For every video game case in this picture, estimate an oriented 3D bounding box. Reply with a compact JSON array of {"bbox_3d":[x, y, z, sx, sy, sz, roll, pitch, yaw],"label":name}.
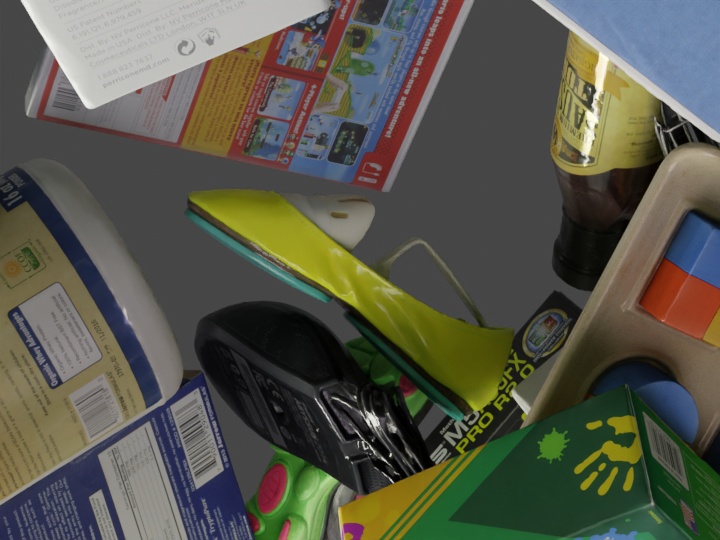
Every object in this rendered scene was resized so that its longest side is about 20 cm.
[{"bbox_3d":[-0.055,-0.116,1.373,0.199,0.018,0.144,12,128,-17],"label":"video game case"}]

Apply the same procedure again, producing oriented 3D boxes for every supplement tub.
[{"bbox_3d":[-0.205,0.050,1.374,0.199,0.144,0.145,-32,132,-13],"label":"supplement tub"}]

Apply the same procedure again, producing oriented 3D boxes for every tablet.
[{"bbox_3d":[0.138,-0.167,1.294,0.200,0.014,0.130,36,99,-9],"label":"tablet"}]

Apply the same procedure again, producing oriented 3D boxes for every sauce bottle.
[{"bbox_3d":[0.131,-0.076,1.401,0.065,0.066,0.201,0,129,-8],"label":"sauce bottle"}]

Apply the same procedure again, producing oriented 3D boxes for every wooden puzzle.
[{"bbox_3d":[0.189,0.055,1.386,0.184,0.046,0.201,24,103,-30],"label":"wooden puzzle"}]

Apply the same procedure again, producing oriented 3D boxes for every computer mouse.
[{"bbox_3d":[-0.012,0.071,1.453,0.053,0.200,0.139,-39,133,-20],"label":"computer mouse"}]

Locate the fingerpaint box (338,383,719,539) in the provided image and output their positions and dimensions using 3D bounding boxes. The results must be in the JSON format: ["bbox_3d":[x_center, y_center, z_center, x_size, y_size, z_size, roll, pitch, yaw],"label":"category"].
[{"bbox_3d":[0.111,0.159,1.367,0.166,0.074,0.200,-24,140,20],"label":"fingerpaint box"}]

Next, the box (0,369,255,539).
[{"bbox_3d":[-0.141,0.150,1.469,0.032,0.200,0.122,-1,113,41],"label":"box"}]

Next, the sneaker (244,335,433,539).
[{"bbox_3d":[-0.006,0.111,1.554,0.083,0.077,0.201,-4,135,-46],"label":"sneaker"}]

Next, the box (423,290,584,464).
[{"bbox_3d":[0.126,0.129,1.551,0.160,0.044,0.200,-49,125,1],"label":"box"}]

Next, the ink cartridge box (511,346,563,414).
[{"bbox_3d":[0.202,0.065,1.477,0.200,0.084,0.145,-39,125,-2],"label":"ink cartridge box"}]

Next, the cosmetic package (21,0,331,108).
[{"bbox_3d":[-0.110,-0.219,1.153,0.122,0.200,0.200,-22,131,12],"label":"cosmetic package"}]

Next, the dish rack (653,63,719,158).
[{"bbox_3d":[0.243,-0.098,1.379,0.199,0.055,0.154,-30,128,2],"label":"dish rack"}]

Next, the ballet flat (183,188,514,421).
[{"bbox_3d":[0.000,0.000,1.449,0.200,0.067,0.067,37,89,-14],"label":"ballet flat"}]
